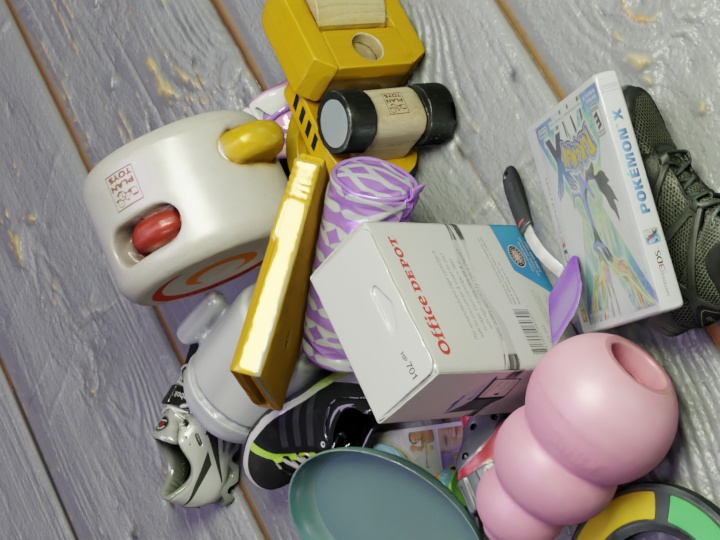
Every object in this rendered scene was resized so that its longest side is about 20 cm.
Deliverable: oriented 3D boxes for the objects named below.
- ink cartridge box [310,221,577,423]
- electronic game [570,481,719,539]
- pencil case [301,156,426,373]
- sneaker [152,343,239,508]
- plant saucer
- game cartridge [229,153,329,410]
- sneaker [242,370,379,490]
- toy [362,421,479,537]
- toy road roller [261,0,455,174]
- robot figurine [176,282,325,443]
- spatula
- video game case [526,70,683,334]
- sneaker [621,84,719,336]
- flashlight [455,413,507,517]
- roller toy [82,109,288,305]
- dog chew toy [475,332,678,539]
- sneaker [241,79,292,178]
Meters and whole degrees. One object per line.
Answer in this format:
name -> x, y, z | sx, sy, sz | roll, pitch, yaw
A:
ink cartridge box -> 0.077, 0.041, 1.459 | 0.086, 0.199, 0.147 | -44, 60, 37
electronic game -> 0.241, 0.270, 1.408 | 0.200, 0.042, 0.201 | 0, 91, 46
pencil case -> 0.000, 0.000, 1.547 | 0.085, 0.084, 0.201 | 28, 127, 29
sneaker -> -0.169, 0.145, 1.798 | 0.074, 0.088, 0.201 | 1, 90, 47
plant saucer -> 0.028, 0.231, 1.575 | 0.199, 0.027, 0.201 | 18, 133, 20
game cartridge -> -0.064, 0.012, 1.539 | 0.032, 0.176, 0.201 | 13, 77, 6
sneaker -> -0.041, 0.156, 1.641 | 0.200, 0.072, 0.083 | -46, 37, 30
toy -> 0.025, 0.206, 1.625 | 0.200, 0.047, 0.116 | -13, 80, 45
toy road roller -> -0.019, -0.160, 1.616 | 0.146, 0.122, 0.201 | -50, 57, 48
robot figurine -> -0.098, 0.090, 1.703 | 0.169, 0.113, 0.200 | 40, 123, 0
spatula -> 0.149, -0.023, 1.469 | 0.057, 0.020, 0.200 | -63, 31, 35
video game case -> 0.187, -0.047, 1.381 | 0.200, 0.022, 0.183 | 143, 112, -78
sneaker -> 0.257, -0.058, 1.363 | 0.114, 0.076, 0.200 | -21, 79, 42
flashlight -> 0.089, 0.114, 1.544 | 0.068, 0.068, 0.201 | -40, 65, 37
roller toy -> -0.157, -0.063, 1.622 | 0.140, 0.182, 0.200 | 66, 164, 8
dog chew toy -> 0.165, 0.146, 1.417 | 0.200, 0.124, 0.125 | -53, 55, 25
sneaker -> -0.103, -0.109, 1.738 | 0.089, 0.080, 0.200 | 55, 136, -1
